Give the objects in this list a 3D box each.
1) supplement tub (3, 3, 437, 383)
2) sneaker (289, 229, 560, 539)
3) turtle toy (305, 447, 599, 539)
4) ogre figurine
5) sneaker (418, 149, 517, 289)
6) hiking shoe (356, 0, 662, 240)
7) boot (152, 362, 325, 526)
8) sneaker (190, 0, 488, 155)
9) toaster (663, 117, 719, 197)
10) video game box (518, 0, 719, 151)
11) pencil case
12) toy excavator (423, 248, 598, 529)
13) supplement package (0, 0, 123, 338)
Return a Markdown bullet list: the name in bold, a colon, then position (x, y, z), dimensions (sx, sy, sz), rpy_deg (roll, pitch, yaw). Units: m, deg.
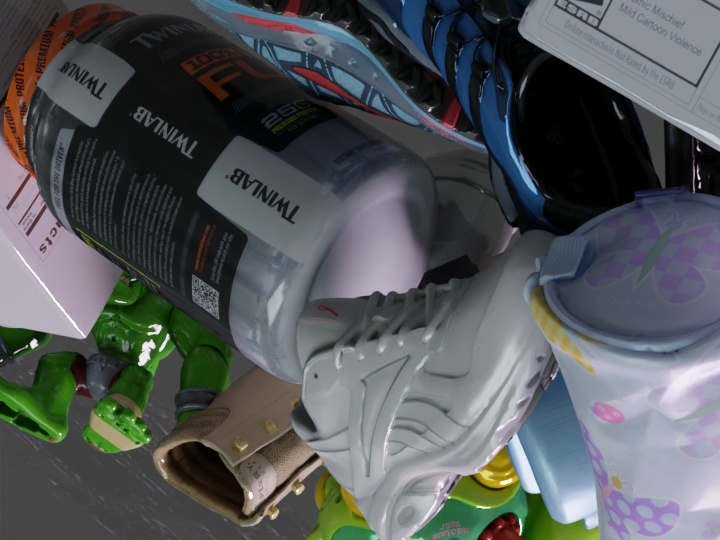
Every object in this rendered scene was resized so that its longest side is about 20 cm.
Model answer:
- **supplement tub**: position (-0.071, -0.044, 0.813), dimensions (0.199, 0.123, 0.123), rpy_deg (32, 156, 27)
- **sneaker**: position (0.020, 0.039, 0.699), dimensions (0.099, 0.078, 0.200), rpy_deg (37, 138, 2)
- **turtle toy**: position (0.063, 0.153, 1.044), dimensions (0.199, 0.102, 0.146), rpy_deg (-11, 172, -12)
- **ogre figurine**: position (-0.160, 0.053, 1.074), dimensions (0.199, 0.120, 0.098), rpy_deg (-1, 137, 37)
- **sneaker**: position (0.000, 0.000, 0.895), dimensions (0.075, 0.089, 0.200), rpy_deg (37, 149, -22)
- **hiking shoe**: position (0.059, -0.093, 0.659), dimensions (0.201, 0.074, 0.087), rpy_deg (55, 169, -3)
- **boot**: position (-0.008, 0.081, 0.947), dimensions (0.199, 0.155, 0.073), rpy_deg (5, 124, 42)
- **sneaker**: position (0.010, -0.108, 0.750), dimensions (0.199, 0.080, 0.096), rpy_deg (30, 168, 1)
- **toaster**: position (0.214, -0.036, 0.638), dimensions (0.180, 0.119, 0.200), rpy_deg (14, 149, 21)
- **video game box**: position (0.174, -0.104, 0.501), dimensions (0.199, 0.047, 0.183), rpy_deg (32, 116, 12)
- **pencil case**: position (0.121, 0.069, 0.626), dimensions (0.090, 0.083, 0.201), rpy_deg (-8, 128, 14)
- **toy excavator**: position (0.117, 0.099, 0.783), dimensions (0.099, 0.201, 0.195), rpy_deg (-21, 140, 1)
- **supplement package**: position (-0.210, -0.074, 0.906), dimensions (0.121, 0.120, 0.200), rpy_deg (8, 147, 29)
